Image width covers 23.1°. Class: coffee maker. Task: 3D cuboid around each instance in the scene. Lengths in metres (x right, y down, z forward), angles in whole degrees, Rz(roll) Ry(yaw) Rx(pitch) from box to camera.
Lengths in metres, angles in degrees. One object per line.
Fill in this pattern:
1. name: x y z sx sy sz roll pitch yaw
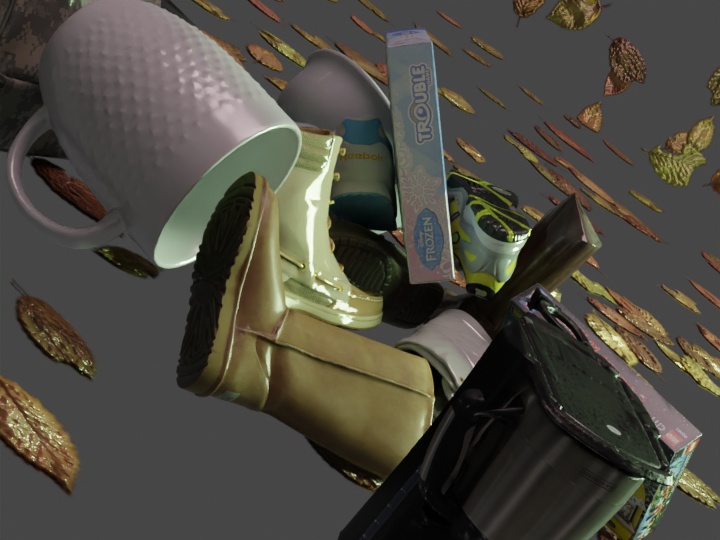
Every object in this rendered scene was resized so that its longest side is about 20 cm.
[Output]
1. coffee maker: 0.090 0.144 1.133 0.134 0.201 0.192 38 18 0

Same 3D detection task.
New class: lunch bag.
1. lunch bag: -0.263 -0.194 1.408 0.139 0.168 0.199 44 17 26

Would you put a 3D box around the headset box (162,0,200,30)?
1. headset box: -0.250 -0.244 1.749 0.149 0.077 0.199 46 17 29

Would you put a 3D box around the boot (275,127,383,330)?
1. boot: -0.038 -0.038 1.454 0.072 0.157 0.199 12 -2 43

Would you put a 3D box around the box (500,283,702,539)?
1. box: 0.195 0.126 1.532 0.038 0.137 0.200 -27 58 -33

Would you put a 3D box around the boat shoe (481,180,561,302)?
1. boat shoe: 0.173 -0.027 2.048 0.073 0.063 0.201 20 22 -43

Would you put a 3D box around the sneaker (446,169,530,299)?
1. sneaker: 0.105 -0.037 1.619 0.075 0.077 0.200 19 17 -5

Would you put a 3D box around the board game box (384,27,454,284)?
1. board game box: 0.050 -0.107 1.553 0.043 0.202 0.199 -5 11 2

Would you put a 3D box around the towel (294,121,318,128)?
1. towel: -0.132 -0.133 1.615 0.198 0.049 0.171 16 7 25

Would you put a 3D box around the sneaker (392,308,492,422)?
1. sneaker: 0.108 0.125 1.493 0.200 0.074 0.115 43 30 15

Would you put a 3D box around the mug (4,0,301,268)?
1. mug: -0.173 -0.099 1.315 0.175 0.200 0.148 46 -15 15

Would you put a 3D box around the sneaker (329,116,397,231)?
1. sneaker: 0.000 -0.081 1.586 0.076 0.082 0.200 2 -10 -5

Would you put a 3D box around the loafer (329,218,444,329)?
1. loafer: 0.000 0.000 1.600 0.068 0.076 0.200 46 9 35

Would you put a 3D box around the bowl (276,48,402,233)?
1. bowl: -0.029 -0.109 1.735 0.201 0.090 0.202 48 -22 26

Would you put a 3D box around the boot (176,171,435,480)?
1. boot: -0.031 0.044 1.290 0.199 0.177 0.066 24 -18 -31

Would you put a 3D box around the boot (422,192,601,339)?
1. boot: 0.143 0.000 1.652 0.064 0.201 0.187 32 16 -20
